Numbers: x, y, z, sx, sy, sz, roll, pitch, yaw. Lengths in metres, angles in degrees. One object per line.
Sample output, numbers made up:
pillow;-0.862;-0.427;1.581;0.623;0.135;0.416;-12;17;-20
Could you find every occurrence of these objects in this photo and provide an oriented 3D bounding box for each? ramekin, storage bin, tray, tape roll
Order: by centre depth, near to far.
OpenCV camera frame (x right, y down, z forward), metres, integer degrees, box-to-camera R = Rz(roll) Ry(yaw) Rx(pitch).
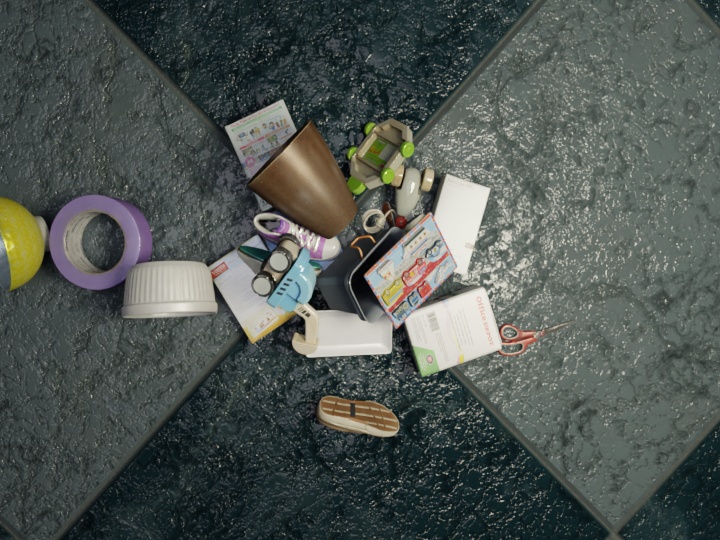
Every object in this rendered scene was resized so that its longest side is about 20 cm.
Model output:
storage bin;0.000;0.000;1.238;0.200;0.132;0.148;-48;123;-36
ramekin;-0.409;0.043;1.240;0.194;0.200;0.108;-3;84;-2
tape roll;-0.572;-0.062;1.280;0.194;0.085;0.206;0;93;-1
tray;-0.026;0.136;1.285;0.194;0.022;0.111;-1;106;-7

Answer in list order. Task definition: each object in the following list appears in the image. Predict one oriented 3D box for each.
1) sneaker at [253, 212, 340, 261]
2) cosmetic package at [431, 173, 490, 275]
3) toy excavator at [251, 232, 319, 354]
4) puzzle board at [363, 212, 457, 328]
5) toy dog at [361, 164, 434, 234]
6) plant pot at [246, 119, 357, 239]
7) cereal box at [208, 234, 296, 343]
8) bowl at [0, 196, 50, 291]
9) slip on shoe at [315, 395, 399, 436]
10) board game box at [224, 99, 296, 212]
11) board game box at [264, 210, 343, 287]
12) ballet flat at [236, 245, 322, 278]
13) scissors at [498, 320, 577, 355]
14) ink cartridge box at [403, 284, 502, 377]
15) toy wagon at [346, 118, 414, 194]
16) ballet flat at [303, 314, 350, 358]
sneaker;-0.139;-0.073;1.244;0.195;0.114;0.075;15;85;1
cosmetic package;0.211;-0.103;1.309;0.110;0.081;0.205;14;93;-1
toy excavator;-0.133;0.058;1.198;0.198;0.100;0.196;36;112;-9
puzzle board;0.111;0.001;1.204;0.200;0.017;0.152;-43;122;-16
toy dog;0.097;-0.153;1.311;0.130;0.097;0.202;33;106;-6
plant pot;-0.104;-0.168;1.198;0.187;0.187;0.200;-43;107;1
cereal box;-0.240;0.041;1.319;0.142;0.040;0.203;-31;93;-3
bowl;-0.740;-0.069;1.249;0.106;0.198;0.205;-21;94;-42
slip on shoe;-0.009;0.347;1.337;0.195;0.077;0.061;13;132;-11
board game box;-0.196;-0.254;1.295;0.145;0.064;0.204;-24;95;-2
board game box;-0.129;-0.058;1.320;0.155;0.039;0.204;-23;86;0
ballet flat;-0.183;-0.001;1.270;0.195;0.069;0.071;14;93;1
scissors;0.419;0.159;1.366;0.194;0.014;0.075;-4;91;-3
ink cartridge box;0.205;0.134;1.319;0.195;0.084;0.148;-19;94;-1
toy wagon;0.029;-0.241;1.270;0.202;0.155;0.039;-53;134;3
ballet flat;-0.052;0.129;1.324;0.200;0.068;0.072;-43;114;1
